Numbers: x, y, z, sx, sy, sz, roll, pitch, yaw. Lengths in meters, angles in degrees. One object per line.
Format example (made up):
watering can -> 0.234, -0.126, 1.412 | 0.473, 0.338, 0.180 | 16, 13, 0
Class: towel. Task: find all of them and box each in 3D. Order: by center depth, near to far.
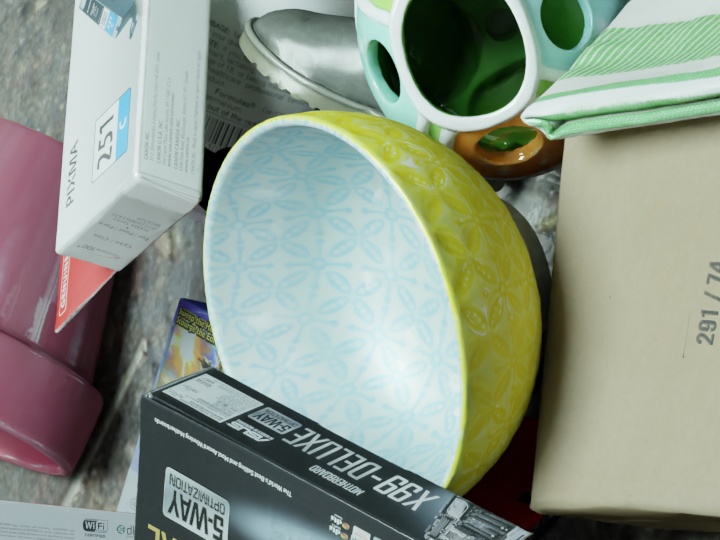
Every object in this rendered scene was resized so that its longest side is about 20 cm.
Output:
towel -> 0.172, -0.132, 1.136 | 0.153, 0.023, 0.200 | -8, 35, 49

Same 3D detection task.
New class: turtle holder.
turtle holder -> 0.064, -0.134, 1.219 | 0.141, 0.132, 0.186 | 9, 104, 13

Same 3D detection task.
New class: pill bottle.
pill bottle -> -0.061, -0.132, 1.444 | 0.114, 0.114, 0.200 | 40, 112, 48

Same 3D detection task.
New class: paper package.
paper package -> 0.177, 0.019, 1.121 | 0.191, 0.103, 0.200 | -2, 79, 50

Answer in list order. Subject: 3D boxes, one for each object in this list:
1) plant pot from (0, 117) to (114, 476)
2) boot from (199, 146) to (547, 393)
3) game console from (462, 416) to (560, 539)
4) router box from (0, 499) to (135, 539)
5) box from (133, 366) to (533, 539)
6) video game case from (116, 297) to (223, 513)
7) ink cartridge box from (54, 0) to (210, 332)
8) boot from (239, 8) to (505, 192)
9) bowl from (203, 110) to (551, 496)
plant pot -> -0.236, 0.008, 1.576 | 0.200, 0.200, 0.179 | 5, 68, 51
boot -> 0.000, 0.000, 1.302 | 0.200, 0.138, 0.077 | 13, 69, 50
game console -> 0.010, 0.155, 1.260 | 0.200, 0.172, 0.119 | 10, 128, 38
router box -> -0.194, 0.164, 1.388 | 0.179, 0.200, 0.049 | -16, 70, 48
box -> -0.020, 0.154, 1.165 | 0.200, 0.050, 0.158 | 26, 122, 34
video game case -> -0.060, 0.130, 1.426 | 0.200, 0.045, 0.181 | 26, 102, 51
ink cartridge box -> -0.141, -0.090, 1.396 | 0.176, 0.045, 0.200 | -39, 42, 48
boot -> 0.048, -0.163, 1.320 | 0.182, 0.073, 0.200 | 27, 113, 12
bowl -> 0.025, 0.014, 1.197 | 0.200, 0.108, 0.200 | 25, 123, 46
